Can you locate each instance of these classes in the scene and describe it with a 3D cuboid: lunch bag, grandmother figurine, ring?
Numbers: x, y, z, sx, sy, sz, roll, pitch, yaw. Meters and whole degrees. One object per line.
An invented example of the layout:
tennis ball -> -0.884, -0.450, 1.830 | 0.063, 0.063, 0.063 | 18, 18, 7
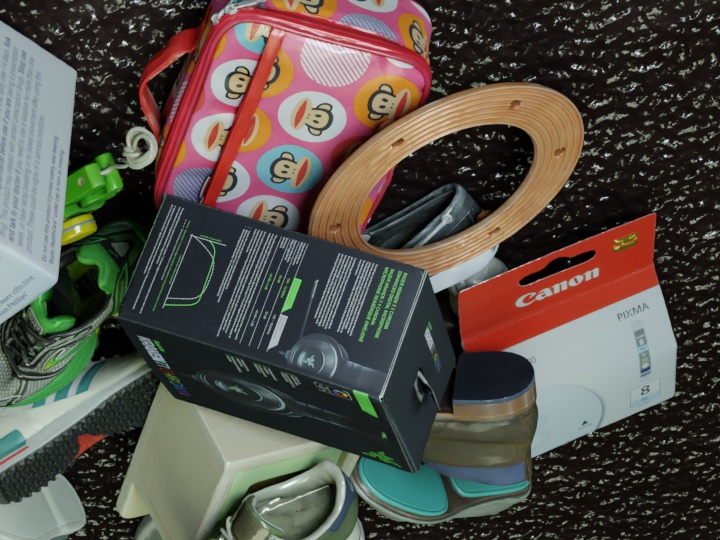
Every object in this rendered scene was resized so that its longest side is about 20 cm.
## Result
lunch bag -> -0.058, -0.107, 1.350 | 0.175, 0.082, 0.201 | 14, 134, -13
grandmother figurine -> 0.077, 0.058, 1.557 | 0.120, 0.061, 0.201 | -3, 142, -14
ring -> 0.055, -0.058, 1.358 | 0.199, 0.019, 0.201 | -21, 150, -13

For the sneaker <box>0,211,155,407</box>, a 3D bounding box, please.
sneaker -> -0.223, 0.031, 1.468 | 0.200, 0.078, 0.085 | -44, 169, 30

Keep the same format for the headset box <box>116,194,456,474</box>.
headset box -> -0.037, 0.047, 1.366 | 0.198, 0.094, 0.174 | 16, 162, 14

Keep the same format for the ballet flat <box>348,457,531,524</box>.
ballet flat -> 0.054, 0.177, 1.643 | 0.199, 0.068, 0.064 | 3, 149, -43

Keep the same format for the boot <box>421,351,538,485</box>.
boot -> 0.033, 0.112, 1.487 | 0.198, 0.075, 0.098 | 2, 128, 19

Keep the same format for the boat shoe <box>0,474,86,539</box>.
boat shoe -> -0.281, 0.195, 1.614 | 0.061, 0.073, 0.200 | -30, 167, 11

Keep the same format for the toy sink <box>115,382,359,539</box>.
toy sink -> -0.092, 0.156, 1.577 | 0.129, 0.112, 0.201 | -11, 145, -32

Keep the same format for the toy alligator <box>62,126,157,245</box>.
toy alligator -> -0.191, -0.055, 1.403 | 0.199, 0.060, 0.054 | -25, 177, 37

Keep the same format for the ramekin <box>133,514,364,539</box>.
ramekin -> -0.095, 0.269, 1.749 | 0.200, 0.095, 0.203 | -2, 138, -2

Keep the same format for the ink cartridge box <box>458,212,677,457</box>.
ink cartridge box -> 0.156, 0.057, 1.518 | 0.159, 0.047, 0.201 | -22, 147, -8

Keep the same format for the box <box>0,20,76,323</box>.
box -> -0.287, -0.082, 1.278 | 0.105, 0.185, 0.199 | -33, 130, 31

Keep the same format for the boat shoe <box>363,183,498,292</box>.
boat shoe -> 0.000, 0.002, 1.476 | 0.198, 0.074, 0.068 | -26, 129, 20

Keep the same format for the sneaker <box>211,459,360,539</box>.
sneaker -> -0.086, 0.200, 1.478 | 0.199, 0.067, 0.090 | -27, 146, -23

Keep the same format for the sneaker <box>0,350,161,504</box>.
sneaker -> -0.218, 0.087, 1.556 | 0.199, 0.094, 0.070 | -33, 154, -7
